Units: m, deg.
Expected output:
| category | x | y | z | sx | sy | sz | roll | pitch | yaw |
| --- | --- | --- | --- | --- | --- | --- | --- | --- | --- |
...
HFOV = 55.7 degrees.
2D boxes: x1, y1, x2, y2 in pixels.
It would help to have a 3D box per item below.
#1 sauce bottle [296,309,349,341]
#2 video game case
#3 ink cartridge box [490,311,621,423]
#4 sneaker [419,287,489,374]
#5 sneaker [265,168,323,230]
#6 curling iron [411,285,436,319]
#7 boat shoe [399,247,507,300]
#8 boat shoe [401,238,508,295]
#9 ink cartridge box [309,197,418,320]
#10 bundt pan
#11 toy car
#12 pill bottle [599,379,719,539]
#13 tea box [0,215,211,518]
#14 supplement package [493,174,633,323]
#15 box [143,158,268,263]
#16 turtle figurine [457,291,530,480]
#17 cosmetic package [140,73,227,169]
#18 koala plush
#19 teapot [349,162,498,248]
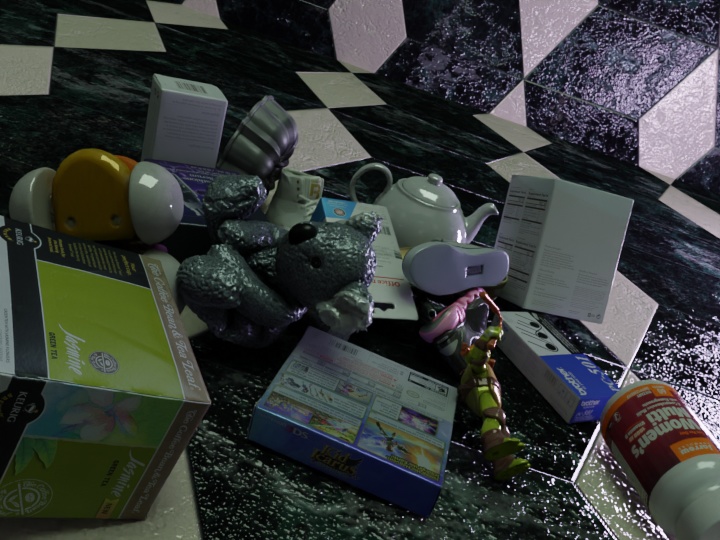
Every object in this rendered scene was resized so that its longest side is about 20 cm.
| category | x | y | z | sx | sy | sz | roll | pitch | yaw |
| --- | --- | --- | --- | --- | --- | --- | --- | --- | --- |
| sauce bottle | -0.079 | 0.032 | 0.900 | 0.065 | 0.067 | 0.200 | 0 | 34 | -36 |
| video game case | 0.001 | 0.153 | 0.733 | 0.196 | 0.046 | 0.182 | 22 | 24 | 5 |
| ink cartridge box | 0.275 | 0.132 | 0.974 | 0.092 | 0.045 | 0.201 | 2 | 30 | -29 |
| sneaker | 0.151 | 0.089 | 0.962 | 0.096 | 0.079 | 0.199 | 53 | 28 | 6 |
| sneaker | -0.081 | -0.087 | 1.073 | 0.073 | 0.118 | 0.200 | -4 | 35 | -43 |
| curling iron | 0.086 | 0.048 | 0.948 | 0.050 | 0.025 | 0.200 | 60 | 4 | -6 |
| boat shoe | 0.142 | -0.005 | 1.091 | 0.195 | 0.076 | 0.073 | 12 | 60 | -14 |
| boat shoe | 0.121 | -0.015 | 0.985 | 0.198 | 0.077 | 0.085 | -5 | 16 | -38 |
| ink cartridge box | 0.000 | 0.000 | 0.969 | 0.113 | 0.068 | 0.203 | 6 | 51 | -26 |
| bundt pan | -0.166 | -0.176 | 1.107 | 0.075 | 0.204 | 0.203 | 32 | 25 | -3 |
| toy car | -0.270 | -0.028 | 0.745 | 0.170 | 0.206 | 0.150 | -1 | 8 | 3 |
| pill bottle | 0.360 | 0.226 | 0.769 | 0.107 | 0.112 | 0.201 | 12 | 25 | -14 |
| tea box | -0.252 | 0.074 | 0.547 | 0.194 | 0.135 | 0.201 | 18 | 24 | -38 |
| supplement package | 0.321 | -0.039 | 1.123 | 0.148 | 0.205 | 0.151 | 11 | 7 | -17 |
| box | -0.217 | -0.057 | 0.926 | 0.145 | 0.106 | 0.200 | 4 | 29 | -31 |
| turtle figurine | 0.140 | 0.136 | 0.761 | 0.063 | 0.203 | 0.164 | -9 | 46 | 0 |
| cosmetic package | -0.267 | -0.172 | 1.004 | 0.100 | 0.204 | 0.074 | 4 | 28 | -30 |
| koala plush | -0.068 | -0.002 | 0.766 | 0.195 | 0.186 | 0.180 | -7 | 49 | 15 |
| teapot | 0.103 | -0.100 | 1.196 | 0.197 | 0.149 | 0.197 | -8 | 36 | -43 |
